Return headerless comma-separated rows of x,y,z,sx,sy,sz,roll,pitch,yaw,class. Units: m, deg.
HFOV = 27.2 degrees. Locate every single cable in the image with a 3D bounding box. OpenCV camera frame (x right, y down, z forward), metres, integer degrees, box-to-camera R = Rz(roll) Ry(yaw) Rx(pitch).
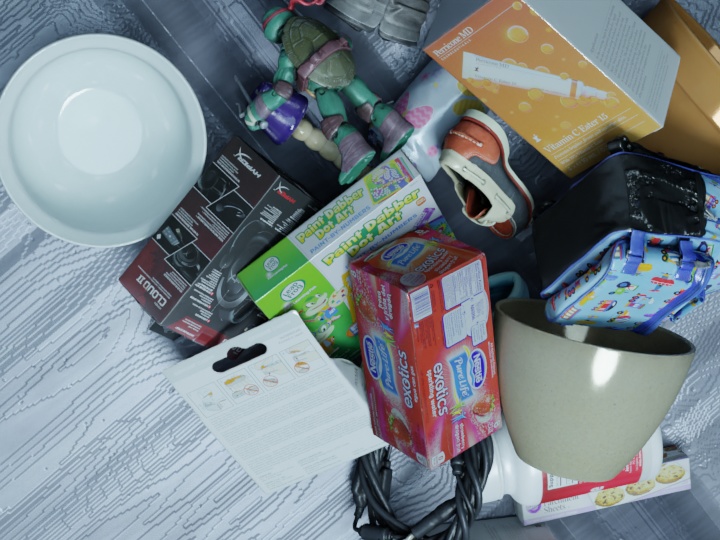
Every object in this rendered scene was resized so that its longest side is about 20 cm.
0.064,0.197,1.541,0.051,0.162,0.202,19,87,-48,cable

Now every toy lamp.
-0.026,-0.120,1.492,0.199,0.058,0.059,33,96,-19,toy lamp

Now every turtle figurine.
-0.045,-0.182,1.408,0.149,0.101,0.200,-36,79,-23,turtle figurine

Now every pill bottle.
0.211,0.186,1.582,0.197,0.112,0.114,-11,105,-8,pill bottle

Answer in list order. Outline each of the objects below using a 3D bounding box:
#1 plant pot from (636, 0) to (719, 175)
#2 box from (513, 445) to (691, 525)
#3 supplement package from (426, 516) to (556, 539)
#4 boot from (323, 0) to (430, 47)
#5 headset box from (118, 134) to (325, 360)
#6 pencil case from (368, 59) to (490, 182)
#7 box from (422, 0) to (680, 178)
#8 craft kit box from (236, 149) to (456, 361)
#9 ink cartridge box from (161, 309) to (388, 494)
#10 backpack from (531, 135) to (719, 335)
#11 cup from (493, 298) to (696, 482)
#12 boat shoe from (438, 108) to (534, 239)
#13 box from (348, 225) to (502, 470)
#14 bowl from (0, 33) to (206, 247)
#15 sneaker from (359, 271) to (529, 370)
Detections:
0.322,-0.153,1.490,0.200,0.201,0.140,41,110,-17,plant pot
0.267,0.237,1.643,0.197,0.039,0.042,-10,106,-8,box
0.121,0.370,1.568,0.197,0.191,0.149,-4,105,-9,supplement package
-0.004,-0.308,1.446,0.199,0.070,0.133,29,102,-12,boot
-0.128,-0.010,1.448,0.200,0.077,0.149,-50,150,4,headset box
0.096,-0.184,1.483,0.200,0.091,0.083,-48,120,4,pencil case
0.177,-0.200,1.369,0.199,0.124,0.098,38,52,-19,box
0.000,0.000,1.474,0.199,0.049,0.198,-38,144,0,craft kit box
-0.080,0.125,1.495,0.161,0.050,0.201,-24,122,18,ink cartridge box
0.283,-0.022,1.405,0.198,0.183,0.136,8,64,-22,backpack
0.215,0.122,1.460,0.198,0.200,0.145,9,101,-13,cup
0.122,-0.081,1.477,0.071,0.200,0.063,25,72,26,boat shoe
0.064,0.074,1.430,0.099,0.095,0.202,-26,122,-29,box
-0.249,-0.130,1.427,0.198,0.090,0.204,-3,104,-10,bowl
0.084,0.054,1.533,0.198,0.074,0.082,-28,143,-13,sneaker
